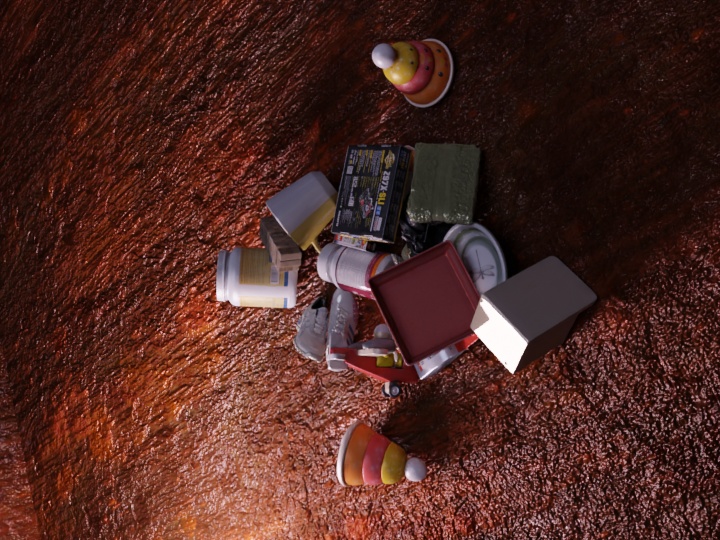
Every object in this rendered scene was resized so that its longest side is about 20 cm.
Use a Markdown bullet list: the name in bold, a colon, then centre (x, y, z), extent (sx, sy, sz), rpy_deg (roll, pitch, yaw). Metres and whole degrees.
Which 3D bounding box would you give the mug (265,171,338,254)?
- **mug**: centre (-0.116, -0.145, 1.876), extent (0.152, 0.187, 0.150), rpy_deg (-40, 34, 2)

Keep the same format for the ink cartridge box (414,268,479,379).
- **ink cartridge box**: centre (0.160, 0.119, 1.657), extent (0.200, 0.049, 0.165), rpy_deg (-50, 58, 48)

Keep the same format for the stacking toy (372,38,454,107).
- **stacking toy**: centre (0.095, -0.435, 1.644), extent (0.144, 0.198, 0.150), rpy_deg (0, 91, 40)

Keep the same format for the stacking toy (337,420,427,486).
- **stacking toy**: centre (0.057, 0.433, 1.735), extent (0.196, 0.146, 0.150), rpy_deg (11, 97, 22)

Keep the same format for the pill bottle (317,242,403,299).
- **pill bottle**: centre (0.000, 0.000, 1.782), extent (0.197, 0.108, 0.112), rpy_deg (15, 99, 39)

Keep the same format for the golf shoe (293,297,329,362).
- **golf shoe**: centre (-0.111, 0.135, 1.846), extent (0.098, 0.077, 0.201), rpy_deg (-61, 19, 22)

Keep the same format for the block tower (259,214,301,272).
- **block tower**: centre (-0.198, -0.067, 1.877), extent (0.201, 0.056, 0.055), rpy_deg (-124, 35, -53)

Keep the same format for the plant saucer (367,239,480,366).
- **plant saucer**: centre (0.141, 0.068, 1.579), extent (0.197, 0.037, 0.203), rpy_deg (-25, 72, -4)

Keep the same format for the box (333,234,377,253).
- **box**: centre (0.009, -0.149, 1.736), extent (0.109, 0.034, 0.205), rpy_deg (14, 90, 44)

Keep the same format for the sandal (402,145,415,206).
- **sandal**: centre (0.077, -0.179, 1.750), extent (0.079, 0.059, 0.211), rpy_deg (31, 109, 36)

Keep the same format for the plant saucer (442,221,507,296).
- **plant saucer**: centre (0.243, -0.003, 1.594), extent (0.199, 0.049, 0.205), rpy_deg (21, 116, 51)

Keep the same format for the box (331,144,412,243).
- **box**: centre (0.023, -0.168, 1.671), extent (0.157, 0.049, 0.205), rpy_deg (8, 86, 42)

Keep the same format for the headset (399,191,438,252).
- **headset**: centre (0.123, -0.125, 1.649), extent (0.123, 0.093, 0.203), rpy_deg (-35, 36, 37)

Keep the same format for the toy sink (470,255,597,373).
- **toy sink**: centre (0.331, 0.084, 1.481), extent (0.131, 0.197, 0.113), rpy_deg (47, 148, 28)

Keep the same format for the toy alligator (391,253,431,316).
- **toy alligator**: centre (0.126, 0.043, 1.641), extent (0.053, 0.060, 0.203), rpy_deg (-20, 70, -7)

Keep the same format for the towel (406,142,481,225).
- **towel**: centre (0.175, -0.182, 1.598), extent (0.145, 0.037, 0.204), rpy_deg (4, 60, 8)

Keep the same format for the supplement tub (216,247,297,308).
- **supplement tub**: centre (-0.255, 0.017, 1.925), extent (0.145, 0.195, 0.149), rpy_deg (-177, 90, -84)

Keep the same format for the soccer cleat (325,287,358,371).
- **soccer cleat**: centre (-0.045, 0.141, 1.830), extent (0.068, 0.086, 0.205), rpy_deg (5, 97, 13)

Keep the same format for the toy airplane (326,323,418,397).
- **toy airplane**: centre (0.021, 0.181, 1.717), extent (0.197, 0.199, 0.144), rpy_deg (15, 76, 36)

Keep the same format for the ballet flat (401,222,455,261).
- **ballet flat**: centre (0.158, -0.077, 1.682), extent (0.199, 0.056, 0.068), rpy_deg (-34, 67, 35)
